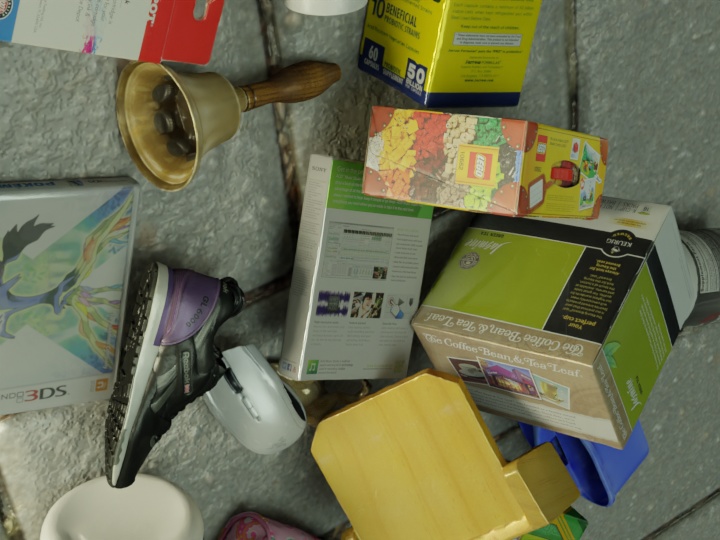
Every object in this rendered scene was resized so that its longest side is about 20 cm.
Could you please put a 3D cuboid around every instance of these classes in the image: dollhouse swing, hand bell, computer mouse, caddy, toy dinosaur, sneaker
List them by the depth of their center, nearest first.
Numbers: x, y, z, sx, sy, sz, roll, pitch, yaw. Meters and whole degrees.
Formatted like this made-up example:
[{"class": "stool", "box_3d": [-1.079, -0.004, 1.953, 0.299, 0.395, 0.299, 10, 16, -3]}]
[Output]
[{"class": "hand bell", "box_3d": [-0.090, -0.144, 1.031, 0.199, 0.103, 0.106, -25, 129, -40]}, {"class": "sneaker", "box_3d": [-0.159, 0.099, 1.062, 0.086, 0.076, 0.203, 12, 107, -20]}, {"class": "computer mouse", "box_3d": [-0.108, 0.105, 1.142, 0.109, 0.044, 0.201, -34, 124, 2]}, {"class": "toy dinosaur", "box_3d": [-0.043, 0.123, 1.239, 0.101, 0.058, 0.200, -36, 126, 5]}, {"class": "dollhouse swing", "box_3d": [0.077, 0.192, 1.242, 0.198, 0.178, 0.181, -27, 172, 23]}, {"class": "caddy", "box_3d": [0.238, 0.183, 1.419, 0.105, 0.141, 0.201, -42, 132, -14]}]

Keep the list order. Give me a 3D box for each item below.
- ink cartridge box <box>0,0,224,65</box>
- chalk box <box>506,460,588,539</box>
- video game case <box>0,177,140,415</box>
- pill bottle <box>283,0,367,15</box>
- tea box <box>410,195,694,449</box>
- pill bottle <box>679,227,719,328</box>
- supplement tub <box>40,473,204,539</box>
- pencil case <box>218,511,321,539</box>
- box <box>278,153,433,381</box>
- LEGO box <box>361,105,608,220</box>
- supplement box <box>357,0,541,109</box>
[{"class": "ink cartridge box", "box_3d": [-0.194, -0.221, 0.901, 0.198, 0.067, 0.118, 2, 114, -38]}, {"class": "chalk box", "box_3d": [0.135, 0.284, 1.408, 0.199, 0.124, 0.126, 23, 100, -43]}, {"class": "video game case", "box_3d": [-0.272, 0.025, 1.013, 0.180, 0.022, 0.203, -6, 118, -36]}, {"class": "pill bottle", "box_3d": [-0.028, -0.302, 0.954, 0.110, 0.111, 0.203, -18, 125, -29]}, {"class": "tea box", "box_3d": [0.190, 0.037, 1.219, 0.198, 0.198, 0.134, -55, 138, -27]}, {"class": "pill bottle", "box_3d": [0.364, 0.010, 1.438, 0.198, 0.110, 0.112, -5, 118, -36]}, {"class": "supplement tub", "box_3d": [-0.209, 0.303, 1.137, 0.143, 0.144, 0.203, -17, 124, -29]}, {"class": "pencil case", "box_3d": [-0.064, 0.317, 1.301, 0.088, 0.087, 0.200, -52, 133, 0]}, {"class": "box", "box_3d": [0.000, 0.000, 1.162, 0.143, 0.036, 0.203, 4, 98, -45]}, {"class": "LEGO box", "box_3d": [0.114, -0.093, 1.109, 0.199, 0.147, 0.079, -2, 100, -60]}, {"class": "supplement box", "box_3d": [0.084, -0.252, 1.071, 0.108, 0.109, 0.203, -6, 118, -35]}]
